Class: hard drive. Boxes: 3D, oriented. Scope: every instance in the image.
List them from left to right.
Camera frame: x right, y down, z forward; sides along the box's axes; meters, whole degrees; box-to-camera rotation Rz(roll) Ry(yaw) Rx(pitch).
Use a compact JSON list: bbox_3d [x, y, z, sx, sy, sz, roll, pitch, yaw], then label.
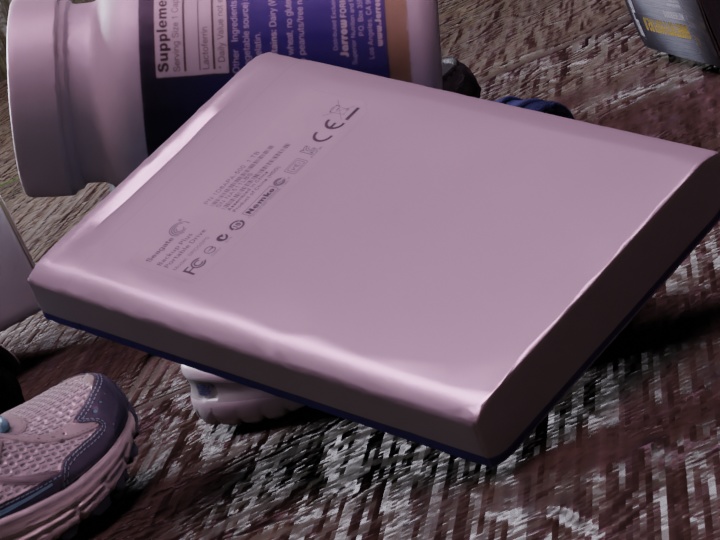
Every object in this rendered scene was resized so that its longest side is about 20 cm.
[{"bbox_3d":[0.003,-0.010,0.935,0.199,0.025,0.132,16,50,40],"label":"hard drive"}]

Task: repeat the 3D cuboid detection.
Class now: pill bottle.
[{"bbox_3d":[-0.061,-0.088,1.338,0.199,0.116,0.116,-4,12,2],"label":"pill bottle"}]

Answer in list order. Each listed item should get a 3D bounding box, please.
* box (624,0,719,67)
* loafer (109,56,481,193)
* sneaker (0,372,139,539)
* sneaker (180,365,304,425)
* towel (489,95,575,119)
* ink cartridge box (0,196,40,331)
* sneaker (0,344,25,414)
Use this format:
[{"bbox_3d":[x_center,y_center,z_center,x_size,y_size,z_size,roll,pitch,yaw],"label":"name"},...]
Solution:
[{"bbox_3d":[0.235,-0.163,1.378,0.199,0.049,0.158,-25,11,-4],"label":"box"},{"bbox_3d":[-0.031,-0.064,1.425,0.200,0.071,0.068,-27,11,-17],"label":"loafer"},{"bbox_3d":[-0.160,0.074,0.980,0.200,0.087,0.077,-32,14,-37],"label":"sneaker"},{"bbox_3d":[0.000,0.000,0.999,0.199,0.082,0.075,-16,13,39],"label":"sneaker"},{"bbox_3d":[-0.008,-0.026,1.246,0.199,0.049,0.112,-19,11,29],"label":"towel"},{"bbox_3d":[-0.267,0.029,1.402,0.146,0.084,0.200,-30,5,-35],"label":"ink cartridge box"},{"bbox_3d":[-0.183,0.055,1.217,0.087,0.076,0.200,16,-2,4],"label":"sneaker"}]
